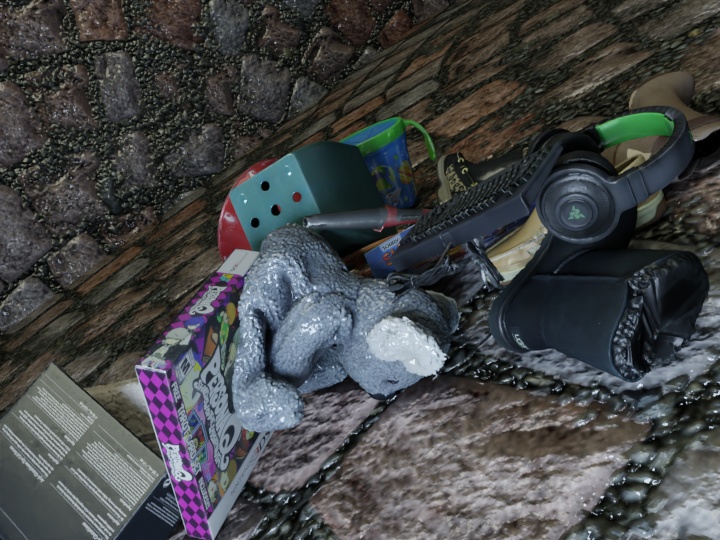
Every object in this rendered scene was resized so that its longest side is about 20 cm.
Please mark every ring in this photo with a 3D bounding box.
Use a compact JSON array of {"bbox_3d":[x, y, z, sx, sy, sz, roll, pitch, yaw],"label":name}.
[{"bbox_3d":[0.000,0.000,0.884,0.196,0.020,0.201,-26,-8,-4],"label":"ring"}]

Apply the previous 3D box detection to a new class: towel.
[{"bbox_3d":[-0.248,0.185,0.778,0.197,0.136,0.034,-16,8,40],"label":"towel"}]

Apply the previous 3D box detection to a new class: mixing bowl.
[{"bbox_3d":[-0.117,-0.062,1.116,0.107,0.204,0.200,25,54,35],"label":"mixing bowl"}]

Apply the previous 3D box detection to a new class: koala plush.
[{"bbox_3d":[-0.003,0.054,0.680,0.194,0.190,0.177,5,9,17],"label":"koala plush"}]

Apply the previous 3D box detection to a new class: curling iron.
[{"bbox_3d":[0.019,-0.051,0.745,0.197,0.026,0.049,-8,-14,-45],"label":"curling iron"}]

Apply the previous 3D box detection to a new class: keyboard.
[{"bbox_3d":[0.076,-0.034,0.583,0.128,0.020,0.199,-57,13,-25],"label":"keyboard"}]

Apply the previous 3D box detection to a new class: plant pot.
[{"bbox_3d":[-0.062,-0.067,0.840,0.139,0.144,0.199,-27,-7,15],"label":"plant pot"}]

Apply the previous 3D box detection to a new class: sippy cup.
[{"bbox_3d":[0.029,-0.156,1.137,0.174,0.133,0.140,-15,21,30],"label":"sippy cup"}]

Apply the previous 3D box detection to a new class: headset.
[{"bbox_3d":[0.176,-0.060,0.582,0.196,0.095,0.124,-26,23,14],"label":"headset"}]

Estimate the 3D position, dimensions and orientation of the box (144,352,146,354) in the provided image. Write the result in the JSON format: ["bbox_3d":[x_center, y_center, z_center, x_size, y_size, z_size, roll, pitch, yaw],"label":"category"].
[{"bbox_3d":[-0.149,0.096,0.850,0.196,0.052,0.157,-20,7,-25],"label":"box"}]

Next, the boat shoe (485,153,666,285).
[{"bbox_3d":[0.203,-0.056,0.723,0.196,0.077,0.072,-27,20,17],"label":"boat shoe"}]

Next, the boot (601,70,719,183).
[{"bbox_3d":[0.344,-0.153,0.765,0.199,0.071,0.146,-39,27,-12],"label":"boot"}]

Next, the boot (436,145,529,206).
[{"bbox_3d":[0.180,-0.126,0.943,0.150,0.075,0.205,-21,22,18],"label":"boot"}]

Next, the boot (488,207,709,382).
[{"bbox_3d":[0.213,-0.001,0.576,0.200,0.077,0.167,-46,20,-17],"label":"boot"}]

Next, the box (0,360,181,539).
[{"bbox_3d":[-0.275,0.206,0.683,0.197,0.080,0.142,29,65,29],"label":"box"}]

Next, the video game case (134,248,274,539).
[{"bbox_3d":[-0.130,0.114,0.675,0.035,0.205,0.182,5,33,17],"label":"video game case"}]

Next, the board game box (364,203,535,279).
[{"bbox_3d":[0.110,-0.041,0.797,0.197,0.035,0.135,-30,-15,9],"label":"board game box"}]
